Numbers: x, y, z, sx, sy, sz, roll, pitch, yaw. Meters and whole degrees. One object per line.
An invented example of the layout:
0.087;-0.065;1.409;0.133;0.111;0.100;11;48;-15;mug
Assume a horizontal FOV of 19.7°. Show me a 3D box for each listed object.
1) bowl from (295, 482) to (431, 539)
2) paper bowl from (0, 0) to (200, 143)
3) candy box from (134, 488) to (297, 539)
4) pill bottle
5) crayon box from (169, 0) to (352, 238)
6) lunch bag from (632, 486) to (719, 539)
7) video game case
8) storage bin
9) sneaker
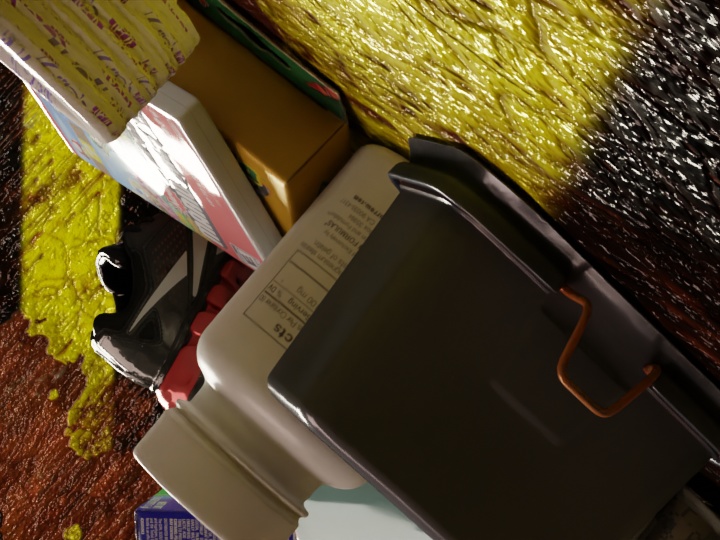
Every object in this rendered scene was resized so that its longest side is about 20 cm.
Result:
0.060;0.107;1.232;0.104;0.202;0.201;8;154;40;bowl
-0.149;-0.156;0.881;0.200;0.105;0.201;41;175;5;paper bowl
-0.032;0.176;1.421;0.198;0.078;0.169;0;-170;15;candy box
-0.018;0.045;1.054;0.114;0.200;0.114;40;176;4;pill bottle
-0.064;-0.070;1.112;0.127;0.051;0.200;39;164;18;crayon box
0.174;0.211;1.231;0.200;0.165;0.117;37;179;36;lunch bag
-0.124;-0.077;1.120;0.199;0.017;0.143;32;161;40;video game case
0.063;0.059;0.939;0.200;0.135;0.145;42;175;-16;storage bin
-0.101;-0.015;1.234;0.097;0.202;0.071;24;152;-5;sneaker
